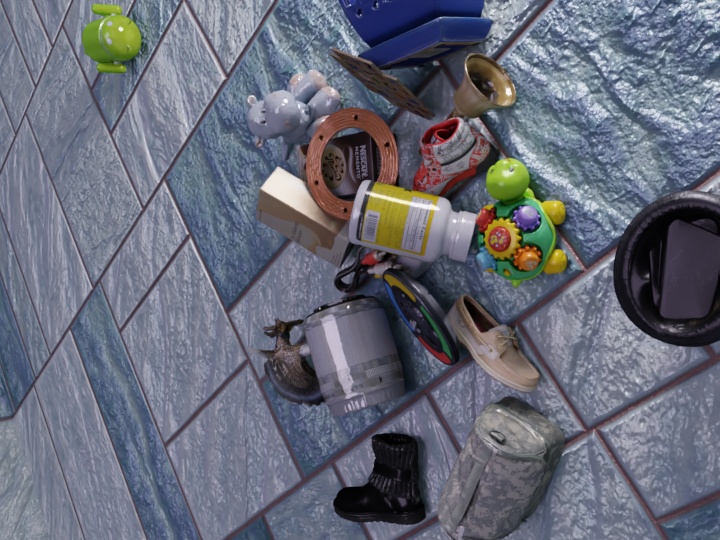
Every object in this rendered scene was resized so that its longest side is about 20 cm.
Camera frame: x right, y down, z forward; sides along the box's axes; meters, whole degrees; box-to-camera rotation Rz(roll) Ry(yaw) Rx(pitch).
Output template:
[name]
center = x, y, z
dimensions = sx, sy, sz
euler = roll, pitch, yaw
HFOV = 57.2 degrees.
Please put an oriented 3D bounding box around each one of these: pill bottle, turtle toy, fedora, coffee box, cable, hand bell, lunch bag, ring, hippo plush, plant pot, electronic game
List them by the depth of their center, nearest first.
[fedora]
center = 0.438, -0.003, 0.875
dimensions = 0.199, 0.091, 0.203
euler = 4, 96, 41
[turtle toy]
center = 0.239, -0.074, 1.039
dimensions = 0.145, 0.101, 0.202
euler = 0, 93, 41
[lunch bag]
center = 0.212, 0.323, 1.050
dimensions = 0.139, 0.167, 0.202
euler = 33, 115, 35
[plant pot]
center = 0.092, -0.438, 1.077
dimensions = 0.199, 0.199, 0.181
euler = -8, 100, 41
[pill bottle]
center = 0.088, -0.076, 1.103
dimensions = 0.198, 0.111, 0.112
euler = 15, 105, 7
[hand bell]
center = 0.159, -0.259, 1.123
dimensions = 0.200, 0.103, 0.105
euler = -42, 66, 49
[electronic game]
center = 0.102, 0.080, 1.140
dimensions = 0.200, 0.041, 0.200
euler = 52, 168, 15
[ring]
center = -0.015, -0.191, 1.197
dimensions = 0.199, 0.019, 0.203
euler = 3, 96, 31
[cable]
center = 0.000, 0.000, 1.234
dimensions = 0.199, 0.097, 0.051
euler = -25, 36, 43
[coffee box]
center = -0.027, -0.198, 1.278
dimensions = 0.199, 0.079, 0.114
euler = -3, 91, 41
[hippo plush]
center = -0.154, -0.326, 1.327
dimensions = 0.199, 0.160, 0.161
euler = -9, 88, 41

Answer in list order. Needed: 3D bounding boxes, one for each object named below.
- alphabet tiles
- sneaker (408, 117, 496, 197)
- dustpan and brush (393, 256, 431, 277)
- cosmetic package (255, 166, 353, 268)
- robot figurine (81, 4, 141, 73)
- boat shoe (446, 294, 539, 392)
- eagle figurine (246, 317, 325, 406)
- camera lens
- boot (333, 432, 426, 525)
[alphabet tiles]
center = 0.038, -0.319, 1.136
dimensions = 0.166, 0.199, 0.006
euler = 33, 95, 37
[sneaker]
center = 0.121, -0.180, 1.120
dimensions = 0.201, 0.108, 0.068
euler = -31, 41, 34
[dustpan and brush]
center = 0.112, -0.060, 1.193
dimensions = 0.199, 0.057, 0.141
euler = -16, 94, 47
[cosmetic package]
center = -0.100, -0.101, 1.279
dimensions = 0.199, 0.071, 0.105
euler = 30, 147, 6
[robot figurine]
center = -0.674, -0.625, 1.792
dimensions = 0.199, 0.115, 0.177
euler = 7, 101, 40
[boat shoe]
center = 0.219, 0.116, 1.090
dimensions = 0.200, 0.073, 0.070
euler = 43, 125, 32
[eagle figurine]
center = -0.128, 0.194, 1.341
dimensions = 0.151, 0.151, 0.201
euler = -42, 67, 56
[camera lens]
center = -0.011, 0.157, 1.239
dimensions = 0.159, 0.159, 0.202
euler = -26, 77, 39
[boot]
center = 0.029, 0.394, 1.273
dimensions = 0.209, 0.079, 0.159
euler = -9, 94, 31
